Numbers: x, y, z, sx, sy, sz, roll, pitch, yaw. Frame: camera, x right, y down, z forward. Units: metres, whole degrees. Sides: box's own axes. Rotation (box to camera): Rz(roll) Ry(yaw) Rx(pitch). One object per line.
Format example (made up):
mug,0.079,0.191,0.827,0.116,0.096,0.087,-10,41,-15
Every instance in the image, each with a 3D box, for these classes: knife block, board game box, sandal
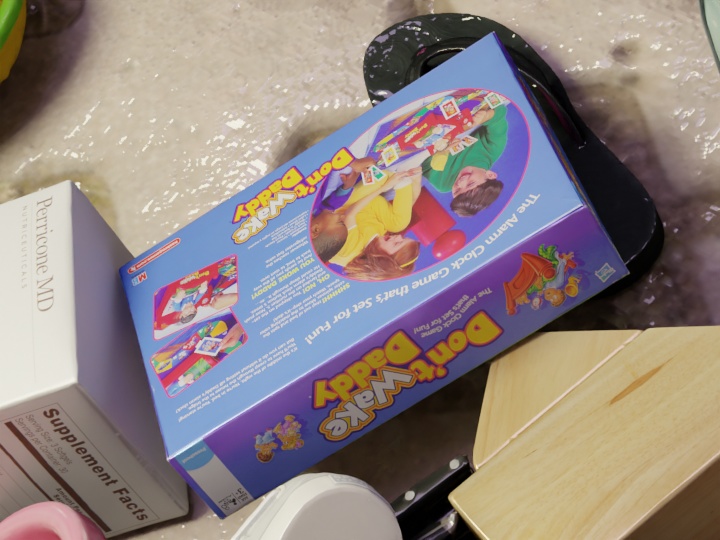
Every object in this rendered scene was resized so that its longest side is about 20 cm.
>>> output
knife block,0.093,0.113,0.952,0.199,0.064,0.177,-3,58,25
board game box,0.000,0.000,1.022,0.199,0.045,0.135,-31,38,8
sandal,0.066,-0.067,1.097,0.075,0.048,0.200,-41,51,-4

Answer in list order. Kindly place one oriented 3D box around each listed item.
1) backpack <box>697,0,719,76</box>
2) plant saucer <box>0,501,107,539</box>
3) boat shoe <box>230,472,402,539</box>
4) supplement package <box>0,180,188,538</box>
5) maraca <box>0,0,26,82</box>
backpack,0.222,-0.114,0.971,0.153,0.176,0.200,-38,46,-7
plant saucer,-0.152,0.194,0.982,0.201,0.051,0.201,-45,26,29
boat shoe,-0.055,0.167,0.929,0.201,0.072,0.068,-66,17,-4
supplement package,-0.191,0.064,1.091,0.199,0.117,0.118,-19,50,13
maraca,-0.252,-0.104,1.243,0.200,0.107,0.137,-50,44,-11
